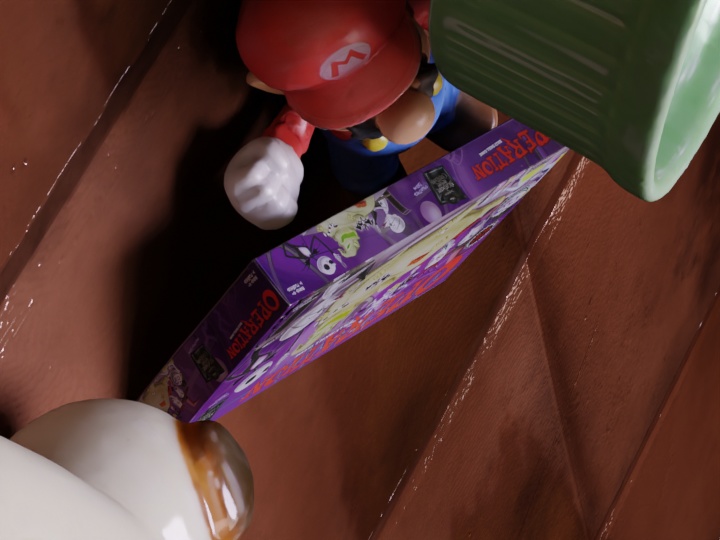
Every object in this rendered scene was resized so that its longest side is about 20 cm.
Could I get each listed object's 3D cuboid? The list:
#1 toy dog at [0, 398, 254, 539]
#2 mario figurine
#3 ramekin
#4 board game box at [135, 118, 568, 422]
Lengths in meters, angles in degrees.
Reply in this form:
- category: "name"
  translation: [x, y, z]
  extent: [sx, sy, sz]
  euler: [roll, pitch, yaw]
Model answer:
- category: "toy dog"
  translation: [-0.123, 0.104, 0.731]
  extent: [0.200, 0.139, 0.194]
  euler: [-14, 86, -63]
- category: "mario figurine"
  translation: [0.012, -0.064, 0.894]
  extent: [0.200, 0.106, 0.124]
  euler: [43, 57, -71]
- category: "ramekin"
  translation: [0.105, -0.135, 0.799]
  extent: [0.200, 0.098, 0.200]
  euler: [-59, 166, -25]
- category: "board game box"
  translation: [0.000, 0.000, 0.921]
  extent: [0.200, 0.032, 0.120]
  euler: [-30, 172, -44]
